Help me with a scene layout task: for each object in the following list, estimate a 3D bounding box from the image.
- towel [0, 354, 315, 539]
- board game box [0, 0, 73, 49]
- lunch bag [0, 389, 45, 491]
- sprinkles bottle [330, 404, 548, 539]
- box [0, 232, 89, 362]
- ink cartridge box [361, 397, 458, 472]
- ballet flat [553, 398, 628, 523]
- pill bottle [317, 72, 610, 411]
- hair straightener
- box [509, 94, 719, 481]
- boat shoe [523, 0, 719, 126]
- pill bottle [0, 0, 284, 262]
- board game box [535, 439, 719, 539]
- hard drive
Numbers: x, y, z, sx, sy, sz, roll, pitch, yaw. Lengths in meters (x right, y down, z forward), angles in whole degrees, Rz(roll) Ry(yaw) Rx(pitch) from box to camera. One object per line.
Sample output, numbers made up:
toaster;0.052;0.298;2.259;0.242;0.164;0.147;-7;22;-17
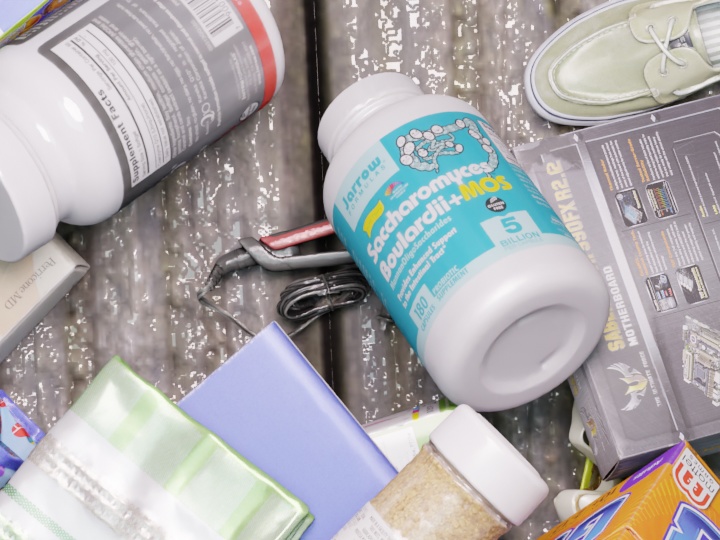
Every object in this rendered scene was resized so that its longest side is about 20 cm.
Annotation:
towel;-0.139;0.166;1.445;0.149;0.031;0.200;38;82;2
board game box;-0.149;-0.201;1.582;0.200;0.134;0.045;-39;88;1
lunch bag;-0.246;0.151;1.545;0.094;0.200;0.151;44;90;1
sprinkles bottle;0.009;0.163;1.431;0.068;0.068;0.200;45;91;1
box;-0.265;-0.040;1.610;0.200;0.078;0.095;44;89;2
ink cartridge box;-0.027;0.139;1.567;0.199;0.148;0.076;-17;89;1
ballet flat;0.149;0.122;1.601;0.067;0.067;0.201;14;84;-36
pill bottle;0.049;-0.024;1.529;0.111;0.111;0.200;-35;54;1
hair straightener;0.000;0.000;1.620;0.199;0.041;0.077;-15;89;-5
box;0.187;0.007;1.574;0.157;0.048;0.201;-15;73;-12
boat shoe;0.193;-0.140;1.609;0.199;0.062;0.072;-19;89;1
pill bottle;-0.150;-0.098;1.553;0.200;0.116;0.116;-37;89;-27
board game box;0.144;0.260;1.492;0.200;0.200;0.200;49;126;-3
hard drive;-0.034;0.147;1.481;0.132;0.025;0.200;-40;87;1
